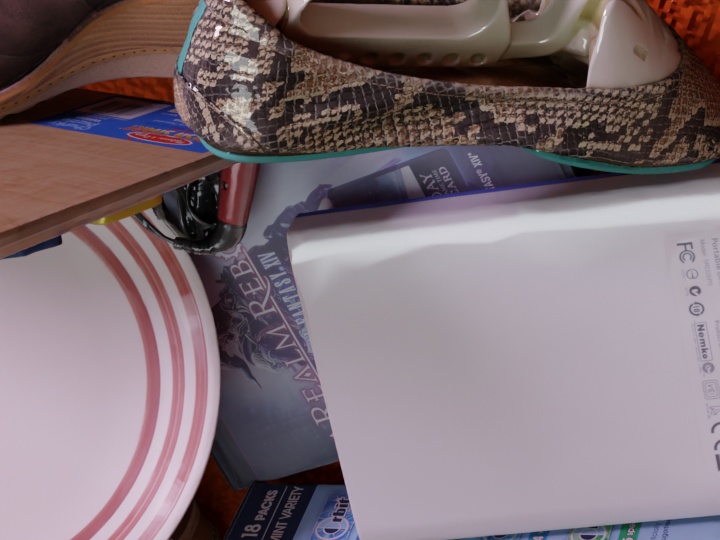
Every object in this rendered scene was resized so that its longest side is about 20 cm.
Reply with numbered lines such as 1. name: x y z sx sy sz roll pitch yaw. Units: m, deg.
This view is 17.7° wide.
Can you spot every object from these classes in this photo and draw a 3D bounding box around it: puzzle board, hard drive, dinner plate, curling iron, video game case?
1. puzzle board: -0.143 -0.038 0.787 0.200 0.151 0.017 11 112 35
2. hard drive: 0.085 0.030 0.826 0.199 0.025 0.132 -7 114 14
3. dinner plate: -0.152 0.042 0.862 0.200 0.201 0.024 27 168 3
4. curling iron: -0.045 -0.093 0.811 0.049 0.026 0.200 19 117 7
5. video game case: 0.000 0.000 0.870 0.200 0.019 0.143 -19 111 28

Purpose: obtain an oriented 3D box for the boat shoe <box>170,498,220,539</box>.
1. boat shoe: -0.140 0.153 0.986 0.200 0.072 0.076 -21 122 29

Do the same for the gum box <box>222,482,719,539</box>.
1. gum box: 0.062 0.163 0.919 0.199 0.045 0.170 -2 125 21

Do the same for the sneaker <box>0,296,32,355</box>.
1. sneaker: -0.163 0.010 0.916 0.090 0.070 0.200 -39 97 11

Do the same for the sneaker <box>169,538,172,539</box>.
1. sneaker: -0.087 0.201 0.903 0.075 0.115 0.200 -9 121 19

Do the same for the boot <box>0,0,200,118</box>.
1. boot: -0.115 -0.132 0.753 0.199 0.072 0.167 -1 133 19

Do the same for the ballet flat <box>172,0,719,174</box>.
1. ballet flat: 0.041 -0.070 0.736 0.199 0.068 0.075 1 129 -18
